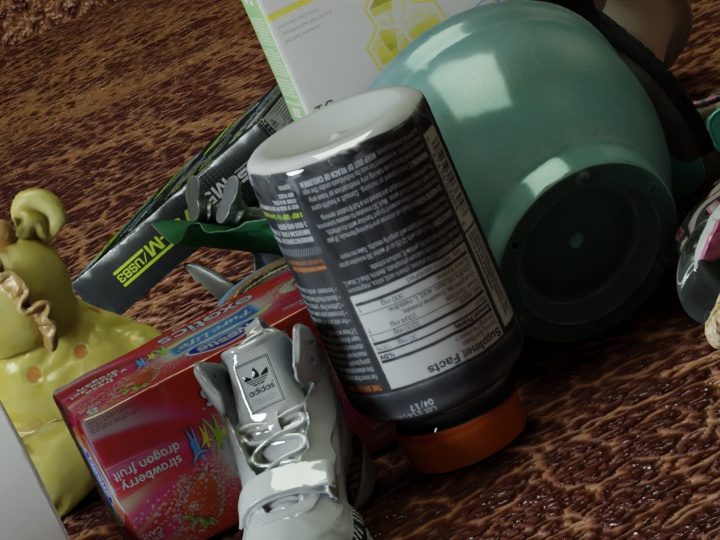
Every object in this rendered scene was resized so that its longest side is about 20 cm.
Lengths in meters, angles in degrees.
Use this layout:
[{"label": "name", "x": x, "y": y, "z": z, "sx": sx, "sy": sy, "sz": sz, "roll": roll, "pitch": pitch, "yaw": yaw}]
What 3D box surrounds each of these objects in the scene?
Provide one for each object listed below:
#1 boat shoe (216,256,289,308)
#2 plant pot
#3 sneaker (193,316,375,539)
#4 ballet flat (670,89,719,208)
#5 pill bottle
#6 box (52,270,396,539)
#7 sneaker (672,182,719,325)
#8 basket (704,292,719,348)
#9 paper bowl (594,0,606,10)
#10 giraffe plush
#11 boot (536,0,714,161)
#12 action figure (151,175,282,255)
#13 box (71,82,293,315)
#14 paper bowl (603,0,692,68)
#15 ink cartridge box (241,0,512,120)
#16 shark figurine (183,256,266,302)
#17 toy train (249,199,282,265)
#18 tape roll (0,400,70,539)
[{"label": "boat shoe", "x": 0.000, "y": 0.000, "z": 1.728, "sx": 0.200, "sy": 0.072, "sz": 0.072, "roll": -21, "pitch": -21, "yaw": -32}, {"label": "plant pot", "x": 0.103, "y": -0.040, "z": 1.622, "sx": 0.200, "sy": 0.200, "sz": 0.134, "roll": -27, "pitch": 38, "yaw": -11}, {"label": "sneaker", "x": -0.045, "y": 0.100, "z": 1.464, "sx": 0.075, "sy": 0.115, "sz": 0.200, "roll": -21, "pitch": 15, "yaw": 11}, {"label": "ballet flat", "x": 0.216, "y": -0.081, "z": 1.808, "sx": 0.200, "sy": 0.069, "sz": 0.071, "roll": -23, "pitch": -4, "yaw": -11}, {"label": "pill bottle", "x": 0.022, "y": 0.009, "z": 1.507, "sx": 0.106, "sy": 0.200, "sz": 0.106, "roll": -21, "pitch": 17, "yaw": 7}, {"label": "box", "x": -0.064, "y": 0.076, "z": 1.604, "sx": 0.200, "sy": 0.100, "sz": 0.095, "roll": -27, "pitch": 15, "yaw": -12}, {"label": "sneaker", "x": 0.212, "y": -0.007, "z": 1.557, "sx": 0.086, "sy": 0.080, "sz": 0.200, "roll": -29, "pitch": 2, "yaw": 31}, {"label": "basket", "x": 0.260, "y": -0.049, "z": 1.383, "sx": 0.149, "sy": 0.143, "sz": 0.200, "roll": 8, "pitch": 26, "yaw": 17}, {"label": "paper bowl", "x": 0.094, "y": -0.178, "z": 1.832, "sx": 0.201, "sy": 0.104, "sz": 0.201, "roll": -53, "pitch": -12, "yaw": -16}, {"label": "giraffe plush", "x": -0.206, "y": 0.045, "z": 1.720, "sx": 0.200, "sy": 0.162, "sz": 0.173, "roll": -19, "pitch": 33, "yaw": 45}, {"label": "boot", "x": 0.116, "y": -0.109, "z": 1.731, "sx": 0.132, "sy": 0.200, "sz": 0.070, "roll": -45, "pitch": 14, "yaw": 3}, {"label": "action figure", "x": -0.023, "y": -0.025, "z": 1.823, "sx": 0.200, "sy": 0.055, "sz": 0.118, "roll": 13, "pitch": -5, "yaw": -41}, {"label": "box", "x": -0.099, "y": -0.064, "z": 1.955, "sx": 0.193, "sy": 0.048, "sz": 0.200, "roll": -42, "pitch": 6, "yaw": 23}, {"label": "paper bowl", "x": 0.143, "y": -0.173, "z": 2.026, "sx": 0.200, "sy": 0.201, "sz": 0.104, "roll": -19, "pitch": 59, "yaw": 18}, {"label": "ink cartridge box", "x": 0.028, "y": -0.117, "z": 1.647, "sx": 0.145, "sy": 0.200, "sz": 0.048, "roll": -27, "pitch": 15, "yaw": -12}, {"label": "shark figurine", "x": -0.061, "y": 0.030, "z": 1.793, "sx": 0.128, "sy": 0.090, "sz": 0.215, "roll": -21, "pitch": 17, "yaw": 5}, {"label": "toy train", "x": 0.009, "y": -0.057, "z": 1.991, "sx": 0.200, "sy": 0.087, "sz": 0.114, "roll": -15, "pitch": 25, "yaw": 32}, {"label": "tape roll", "x": -0.244, "y": 0.134, "z": 1.487, "sx": 0.139, "sy": 0.203, "sz": 0.203, "roll": -26, "pitch": 15, "yaw": -11}]
